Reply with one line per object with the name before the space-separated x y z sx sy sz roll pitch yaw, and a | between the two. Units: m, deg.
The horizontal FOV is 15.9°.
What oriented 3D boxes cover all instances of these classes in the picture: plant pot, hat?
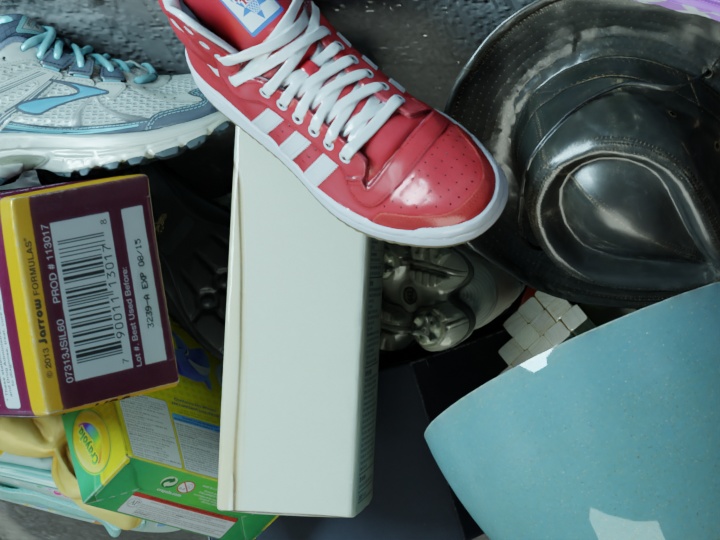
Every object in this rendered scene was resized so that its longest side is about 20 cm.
plant pot | 0.149 0.103 1.262 0.200 0.135 0.200 -22 167 -5
hat | 0.135 -0.038 1.219 0.200 0.081 0.201 -3 126 -4

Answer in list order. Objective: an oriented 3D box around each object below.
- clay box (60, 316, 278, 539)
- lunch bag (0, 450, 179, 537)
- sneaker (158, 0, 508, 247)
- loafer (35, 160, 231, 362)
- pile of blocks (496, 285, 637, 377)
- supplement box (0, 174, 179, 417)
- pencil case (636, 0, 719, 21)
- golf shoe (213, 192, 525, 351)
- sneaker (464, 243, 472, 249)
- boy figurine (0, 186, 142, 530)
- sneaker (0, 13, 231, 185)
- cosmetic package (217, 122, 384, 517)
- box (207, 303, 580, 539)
clay box | -0.116 0.050 1.417 0.115 0.200 0.048 20 126 -38
lunch bag | -0.169 0.070 1.538 0.199 0.161 0.077 14 155 -4
sneaker | -0.020 -0.091 1.187 0.200 0.071 0.113 34 162 31
loafer | -0.091 -0.009 1.398 0.200 0.068 0.070 41 179 6
pile of blocks | 0.138 0.044 1.419 0.200 0.062 0.082 7 124 -44
supplement box | -0.191 0.015 1.334 0.085 0.111 0.200 -12 -174 -39
pencil case | 0.178 -0.128 1.088 0.199 0.086 0.084 15 155 -6
golf shoe | 0.000 0.000 1.431 0.200 0.079 0.097 16 -162 35
sneaker | 0.141 -0.031 1.313 0.199 0.071 0.099 13 159 6
boy figurine | -0.179 0.058 1.466 0.124 0.200 0.064 -19 163 -21
sneaker | -0.155 -0.090 1.305 0.199 0.087 0.078 -10 -173 -4
cosmetic package | -0.027 0.021 1.306 0.073 0.201 0.104 2 179 5
box | 0.031 0.097 1.481 0.200 0.104 0.182 -17 180 44
